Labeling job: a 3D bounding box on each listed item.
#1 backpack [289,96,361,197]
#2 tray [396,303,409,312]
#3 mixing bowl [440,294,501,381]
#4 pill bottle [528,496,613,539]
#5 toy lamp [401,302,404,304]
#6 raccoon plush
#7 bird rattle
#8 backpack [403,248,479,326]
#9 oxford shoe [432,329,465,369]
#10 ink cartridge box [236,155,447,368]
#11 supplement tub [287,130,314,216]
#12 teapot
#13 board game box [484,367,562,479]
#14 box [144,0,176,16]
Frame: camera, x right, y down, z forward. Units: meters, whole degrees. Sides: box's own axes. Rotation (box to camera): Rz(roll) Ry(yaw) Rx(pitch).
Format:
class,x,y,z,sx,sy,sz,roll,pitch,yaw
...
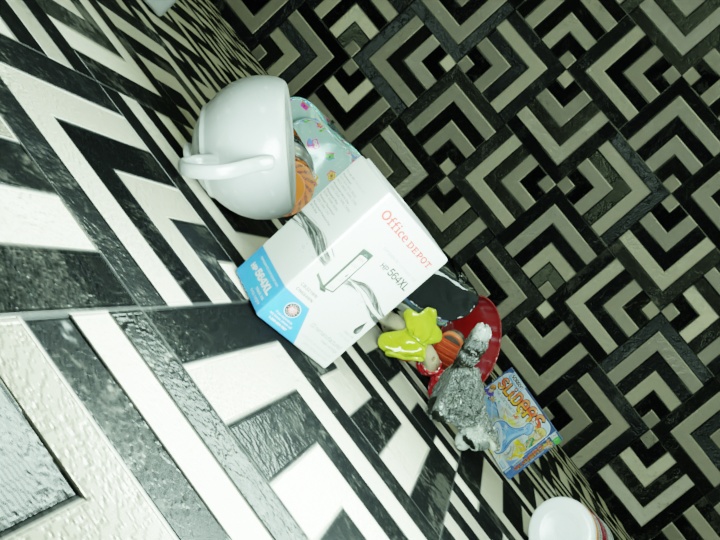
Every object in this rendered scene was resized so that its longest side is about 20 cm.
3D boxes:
class,x,y,z,sx,sy,sz,roll,pitch,yaw
backpack,-0.114,-0.220,1.579,0.200,0.176,0.153,46,3,-4
tray,0.115,0.076,1.872,0.198,0.022,0.108,34,16,-4
mixing bowl,0.190,0.140,1.745,0.107,0.202,0.200,15,-23,47
pill bottle,0.359,0.454,1.408,0.200,0.112,0.114,43,10,-52
toy lamp,0.104,0.067,1.784,0.198,0.059,0.058,28,16,-25
raccoon plush,0.198,0.204,1.367,0.132,0.202,0.097,29,27,-4
bird rattle,0.105,0.137,1.489,0.162,0.113,0.200,34,-11,48
backpack,0.128,0.021,1.526,0.162,0.155,0.200,34,20,-2
oxford shoe,0.173,0.160,1.567,0.070,0.073,0.202,30,-31,20
ink cartridge box,-0.019,-0.007,0.972,0.146,0.199,0.085,42,9,-44
supplement tub,-0.146,-0.179,1.365,0.123,0.122,0.201,44,9,-40
teapot,-0.161,-0.157,1.104,0.201,0.142,0.202,90,-3,-64
board game box,0.305,0.307,1.717,0.035,0.134,0.201,49,6,-37
box,-0.452,-0.721,1.867,0.200,0.198,0.172,43,10,-36
